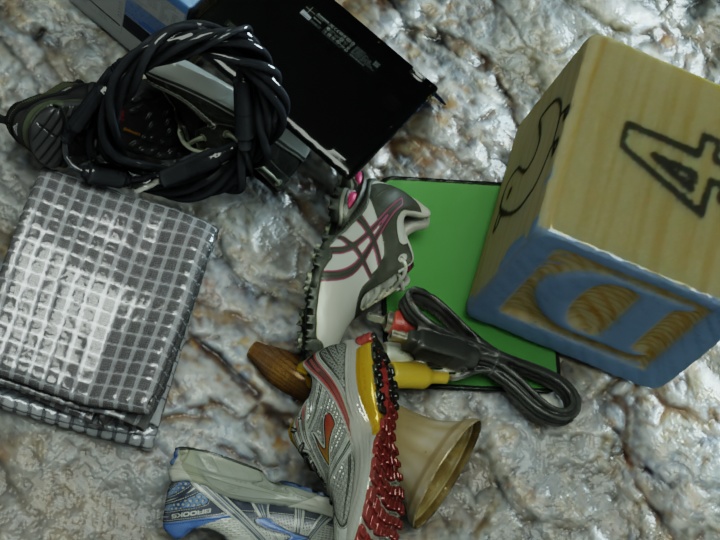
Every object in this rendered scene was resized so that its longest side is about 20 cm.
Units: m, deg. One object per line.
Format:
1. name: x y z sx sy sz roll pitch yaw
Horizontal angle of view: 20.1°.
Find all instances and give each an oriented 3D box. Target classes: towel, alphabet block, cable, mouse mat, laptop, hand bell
1. towel: -0.218 0.029 1.659 0.165 0.086 0.201 18 64 -5
2. alphabet block: 0.228 -0.046 1.739 0.196 0.195 0.201 23 62 -9
3. cable: 0.094 0.078 1.747 0.199 0.050 0.097 20 47 -18
4. mouse mat: 0.095 0.011 1.789 0.160 0.008 0.201 3 66 -12
5. cable: -0.137 -0.122 1.628 0.163 0.200 0.051 24 40 -26
6. laptop: -0.035 -0.174 1.766 0.187 0.116 0.200 40 59 5
7. hand bell: -0.011 0.118 1.686 0.199 0.104 0.104 31 63 14

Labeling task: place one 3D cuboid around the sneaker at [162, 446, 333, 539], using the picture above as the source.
1. sneaker: -0.069 0.210 1.633 0.199 0.077 0.086 21 83 -10

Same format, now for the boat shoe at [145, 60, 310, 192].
1. boat shoe: -0.117 -0.123 1.708 0.071 0.200 0.064 33 91 45

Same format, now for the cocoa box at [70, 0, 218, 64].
1. cocoa box: -0.143 -0.294 1.788 0.133 0.131 0.200 38 64 8

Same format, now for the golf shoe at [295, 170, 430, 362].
1. golf shoe: 0.000 0.000 1.712 0.088 0.077 0.201 17 54 2

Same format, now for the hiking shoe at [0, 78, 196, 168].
1. hiking shoe: -0.215 -0.138 1.734 0.199 0.076 0.100 -8 26 -41

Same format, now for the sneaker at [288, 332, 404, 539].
1. sneaker: -0.012 0.148 1.601 0.082 0.078 0.201 -13 52 14
